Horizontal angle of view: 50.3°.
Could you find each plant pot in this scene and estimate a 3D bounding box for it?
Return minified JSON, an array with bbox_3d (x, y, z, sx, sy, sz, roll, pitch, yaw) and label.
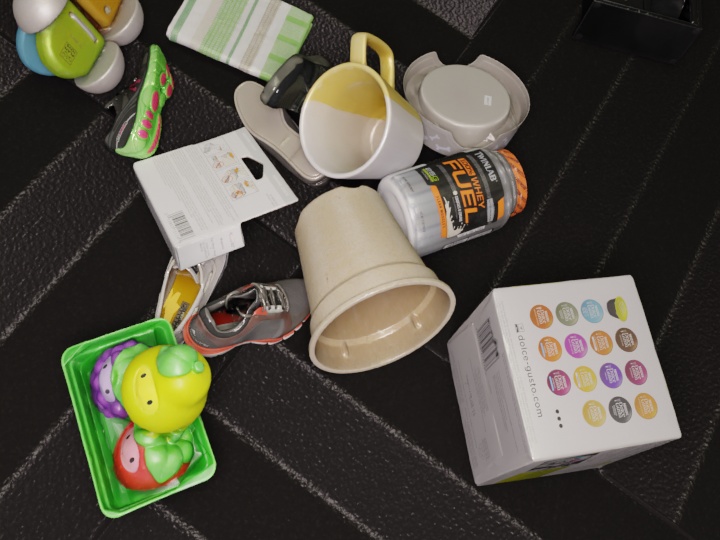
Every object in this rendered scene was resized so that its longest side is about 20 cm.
[{"bbox_3d":[0.000,0.000,1.003,0.195,0.202,0.187,-13,59,-16],"label":"plant pot"}]

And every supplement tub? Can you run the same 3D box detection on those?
[{"bbox_3d":[0.131,-0.100,1.096,0.196,0.123,0.125,-20,71,-18],"label":"supplement tub"}]

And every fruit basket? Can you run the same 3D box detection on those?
[{"bbox_3d":[-0.244,0.154,0.872,0.152,0.217,0.220,-18,71,-18],"label":"fruit basket"}]

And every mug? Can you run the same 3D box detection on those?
[{"bbox_3d":[0.024,-0.211,1.075,0.149,0.152,0.189,38,107,29],"label":"mug"}]

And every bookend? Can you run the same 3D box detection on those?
[{"bbox_3d":[0.484,-0.491,1.348,0.193,0.093,0.205,13,64,-5],"label":"bookend"}]

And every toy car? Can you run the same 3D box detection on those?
[{"bbox_3d":[-0.422,-0.361,1.099,0.146,0.175,0.205,-1,62,27],"label":"toy car"}]

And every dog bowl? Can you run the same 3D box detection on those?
[{"bbox_3d":[0.158,-0.253,1.180,0.194,0.059,0.204,4,53,-5],"label":"dog bowl"}]

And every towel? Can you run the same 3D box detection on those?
[{"bbox_3d":[-0.187,-0.381,1.212,0.196,0.031,0.152,23,67,-3],"label":"towel"}]

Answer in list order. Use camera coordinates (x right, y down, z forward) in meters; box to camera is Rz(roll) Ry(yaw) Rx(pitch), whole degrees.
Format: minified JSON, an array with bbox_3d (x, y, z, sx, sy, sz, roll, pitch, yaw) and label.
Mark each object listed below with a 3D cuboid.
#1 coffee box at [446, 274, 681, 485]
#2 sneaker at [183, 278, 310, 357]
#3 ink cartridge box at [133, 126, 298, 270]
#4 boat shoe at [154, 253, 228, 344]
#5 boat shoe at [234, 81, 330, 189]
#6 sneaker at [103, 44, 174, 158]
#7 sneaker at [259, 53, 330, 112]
[{"bbox_3d":[0.243,0.144,0.969,0.192,0.201,0.205,-5,68,-13],"label":"coffee box"},{"bbox_3d":[-0.128,0.051,0.987,0.197,0.082,0.078,-23,73,-38],"label":"sneaker"},{"bbox_3d":[-0.197,-0.105,1.037,0.170,0.044,0.201,-21,47,-19],"label":"ink cartridge box"},{"bbox_3d":[-0.224,0.003,1.012,0.069,0.070,0.204,19,65,-2],"label":"boat shoe"},{"bbox_3d":[-0.117,-0.194,1.134,0.067,0.057,0.200,-40,74,-10],"label":"boat shoe"},{"bbox_3d":[-0.321,-0.248,1.097,0.081,0.078,0.204,-1,54,8],"label":"sneaker"},{"bbox_3d":[-0.066,-0.250,1.111,0.114,0.076,0.199,45,24,3],"label":"sneaker"}]
